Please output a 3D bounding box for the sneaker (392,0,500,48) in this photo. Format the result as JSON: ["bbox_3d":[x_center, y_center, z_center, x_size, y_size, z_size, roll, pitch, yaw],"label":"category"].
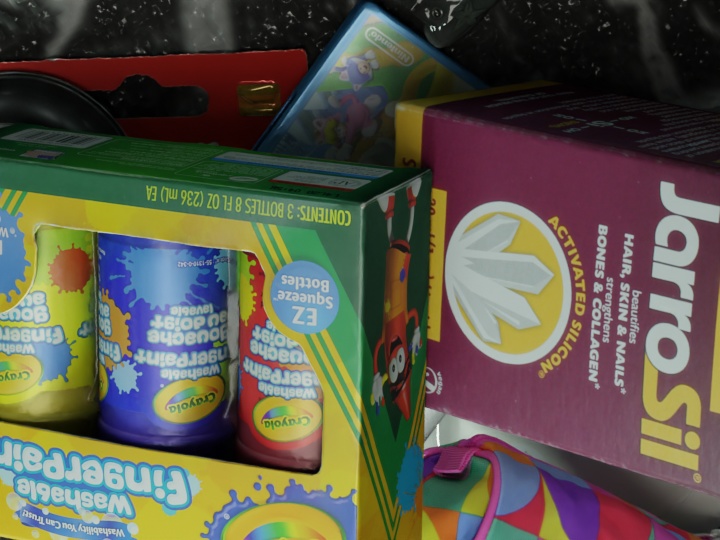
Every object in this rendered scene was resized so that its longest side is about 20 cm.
[{"bbox_3d":[0.057,-0.133,0.945,0.199,0.060,0.105,29,112,21],"label":"sneaker"}]

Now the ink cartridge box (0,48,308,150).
[{"bbox_3d":[-0.093,0.001,1.075,0.160,0.050,0.201,-2,122,6],"label":"ink cartridge box"}]

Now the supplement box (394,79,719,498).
[{"bbox_3d":[0.115,0.004,0.944,0.199,0.103,0.132,14,108,40],"label":"supplement box"}]

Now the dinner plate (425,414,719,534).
[{"bbox_3d":[0.101,0.070,1.113,0.199,0.024,0.201,3,121,4],"label":"dinner plate"}]

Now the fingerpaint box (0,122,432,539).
[{"bbox_3d":[-0.076,0.035,0.972,0.199,0.073,0.168,8,107,23],"label":"fingerpaint box"}]

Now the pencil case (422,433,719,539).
[{"bbox_3d":[0.106,0.139,1.081,0.199,0.089,0.088,23,122,-33],"label":"pencil case"}]

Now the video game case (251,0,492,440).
[{"bbox_3d":[0.000,0.000,1.046,0.143,0.018,0.200,34,99,-15],"label":"video game case"}]

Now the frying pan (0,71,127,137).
[{"bbox_3d":[-0.173,0.001,1.057,0.115,0.031,0.191,31,101,-1],"label":"frying pan"}]
